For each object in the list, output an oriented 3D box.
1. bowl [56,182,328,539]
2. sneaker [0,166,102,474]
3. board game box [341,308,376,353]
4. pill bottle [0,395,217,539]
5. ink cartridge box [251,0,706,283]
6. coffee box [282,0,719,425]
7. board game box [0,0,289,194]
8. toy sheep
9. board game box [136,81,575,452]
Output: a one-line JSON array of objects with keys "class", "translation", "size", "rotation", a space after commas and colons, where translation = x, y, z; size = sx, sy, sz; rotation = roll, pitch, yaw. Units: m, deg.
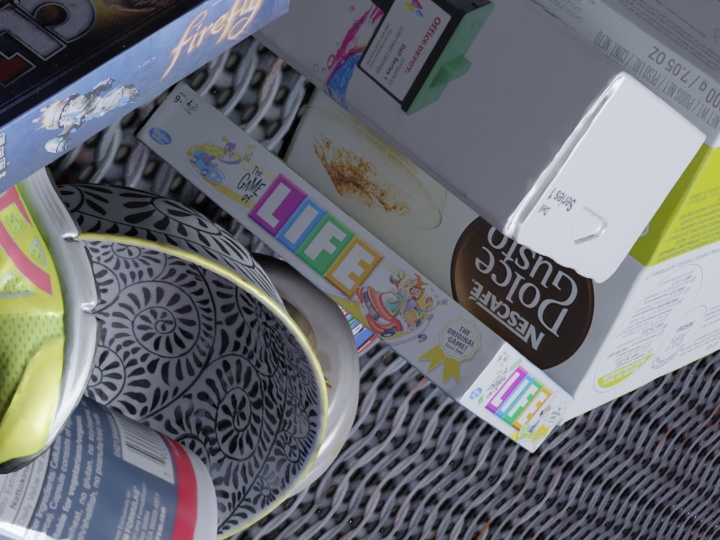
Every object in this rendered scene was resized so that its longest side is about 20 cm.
[{"class": "bowl", "translation": [-0.114, 0.027, 1.115], "size": [0.094, 0.201, 0.201], "rotation": [-91, -166, -46]}, {"class": "sneaker", "translation": [-0.156, -0.023, 0.934], "size": [0.078, 0.200, 0.090], "rotation": [-19, 169, 41]}, {"class": "board game box", "translation": [-0.038, 0.043, 1.429], "size": [0.200, 0.019, 0.103], "rotation": [-42, 155, -21]}, {"class": "pill bottle", "translation": [-0.167, 0.086, 1.015], "size": [0.200, 0.120, 0.120], "rotation": [29, 102, -31]}, {"class": "ink cartridge box", "translation": [0.036, -0.093, 1.119], "size": [0.084, 0.200, 0.145], "rotation": [-53, 158, 7]}, {"class": "coffee box", "translation": [0.115, -0.074, 1.298], "size": [0.200, 0.200, 0.198], "rotation": [-20, 143, -52]}, {"class": "board game box", "translation": [-0.139, -0.090, 0.874], "size": [0.200, 0.135, 0.035], "rotation": [-37, 154, -33]}, {"class": "toy sheep", "translation": [-0.065, 0.056, 1.259], "size": [0.138, 0.138, 0.200], "rotation": [-46, -175, -13]}, {"class": "board game box", "translation": [0.000, 0.000, 1.193], "size": [0.034, 0.200, 0.134], "rotation": [-51, 158, 1]}]
